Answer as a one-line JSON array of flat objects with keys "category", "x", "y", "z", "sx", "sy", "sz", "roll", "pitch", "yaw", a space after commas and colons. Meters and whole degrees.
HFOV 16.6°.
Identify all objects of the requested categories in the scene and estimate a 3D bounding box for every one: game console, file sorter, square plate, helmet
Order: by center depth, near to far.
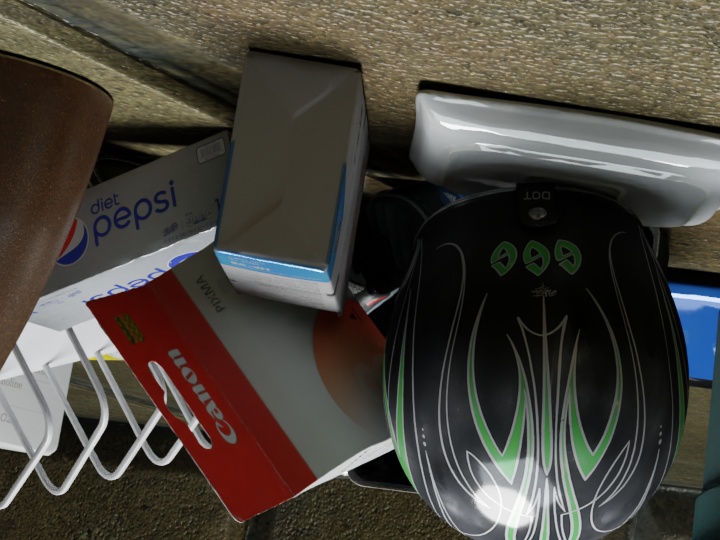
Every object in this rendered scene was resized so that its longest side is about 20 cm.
[{"category": "square plate", "x": 0.127, "y": -0.060, "z": 1.444, "sx": 0.199, "sy": 0.029, "sz": 0.198, "roll": 9, "pitch": 171, "yaw": 1}, {"category": "helmet", "x": 0.103, "y": 0.067, "z": 1.449, "sx": 0.199, "sy": 0.191, "sz": 0.200, "roll": 0, "pitch": 155, "yaw": 0}, {"category": "file sorter", "x": -0.186, "y": 0.075, "z": 1.763, "sx": 0.200, "sy": 0.125, "sz": 0.139, "roll": -13, "pitch": 154, "yaw": -37}, {"category": "game console", "x": 0.209, "y": 0.020, "z": 1.910, "sx": 0.199, "sy": 0.118, "sz": 0.171, "roll": 7, "pitch": 140, "yaw": 14}]

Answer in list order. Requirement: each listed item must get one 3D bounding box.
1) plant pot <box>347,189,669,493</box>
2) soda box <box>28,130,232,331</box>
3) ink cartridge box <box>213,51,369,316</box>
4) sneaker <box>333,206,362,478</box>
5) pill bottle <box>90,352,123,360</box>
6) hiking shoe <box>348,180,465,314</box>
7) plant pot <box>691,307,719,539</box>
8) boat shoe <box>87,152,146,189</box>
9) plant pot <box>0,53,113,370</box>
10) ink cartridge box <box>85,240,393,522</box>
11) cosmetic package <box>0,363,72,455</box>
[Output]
[{"category": "plant pot", "x": 0.119, "y": 0.052, "z": 1.699, "sx": 0.199, "sy": 0.201, "sz": 0.177, "roll": 6, "pitch": -177, "yaw": 19}, {"category": "soda box", "x": -0.145, "y": -0.024, "z": 1.624, "sx": 0.200, "sy": 0.064, "sz": 0.068, "roll": -21, "pitch": 158, "yaw": 26}, {"category": "ink cartridge box", "x": -0.037, "y": -0.044, "z": 1.426, "sx": 0.067, "sy": 0.116, "sz": 0.200, "roll": 9, "pitch": 171, "yaw": 3}, {"category": "sneaker", "x": -0.022, "y": 0.042, "z": 1.717, "sx": 0.070, "sy": 0.200, "sz": 0.093, "roll": -5, "pitch": 159, "yaw": 29}, {"category": "pill bottle", "x": -0.186, "y": 0.017, "z": 1.990, "sx": 0.112, "sy": 0.113, "sz": 0.200, "roll": 16, "pitch": 168, "yaw": -37}, {"category": "hiking shoe", "x": 0.000, "y": 0.000, "z": 1.612, "sx": 0.087, "sy": 0.075, "sz": 0.200, "roll": -28, "pitch": 180, "yaw": -44}, {"category": "plant pot", "x": 0.327, "y": 0.115, "z": 1.732, "sx": 0.200, "sy": 0.197, "sz": 0.200, "roll": 3, "pitch": 163, "yaw": 1}, {"category": "boat shoe", "x": -0.117, "y": -0.042, "z": 1.733, "sx": 0.200, "sy": 0.069, "sz": 0.057, "roll": 25, "pitch": 128, "yaw": -37}, {"category": "plant pot", "x": -0.261, "y": -0.023, "z": 1.519, "sx": 0.186, "sy": 0.201, "sz": 0.187, "roll": 9, "pitch": 171, "yaw": 1}, {"category": "ink cartridge box", "x": -0.055, "y": 0.052, "z": 1.479, "sx": 0.050, "sy": 0.162, "sz": 0.200, "roll": -40, "pitch": 170, "yaw": 26}, {"category": "cosmetic package", "x": -0.328, "y": 0.025, "z": 1.895, "sx": 0.166, "sy": 0.201, "sz": 0.167, "roll": 4, "pitch": 171, "yaw": 36}]
